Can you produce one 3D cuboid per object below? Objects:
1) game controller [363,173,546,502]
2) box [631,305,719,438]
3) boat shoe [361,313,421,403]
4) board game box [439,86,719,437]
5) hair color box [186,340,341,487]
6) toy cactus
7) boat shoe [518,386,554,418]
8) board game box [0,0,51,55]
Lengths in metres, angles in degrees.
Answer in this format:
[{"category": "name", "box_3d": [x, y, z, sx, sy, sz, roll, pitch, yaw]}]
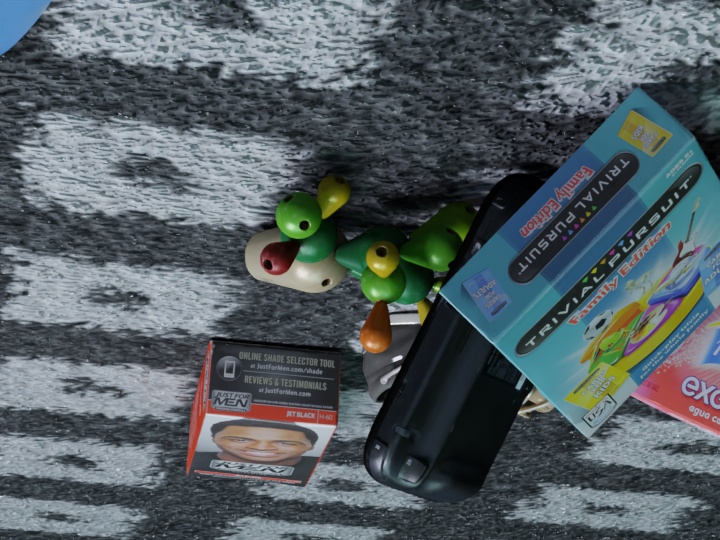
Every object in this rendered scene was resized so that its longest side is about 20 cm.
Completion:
[{"category": "game controller", "box_3d": [0.074, 0.043, 1.331, 0.042, 0.200, 0.104, 29, -177, 34]}, {"category": "box", "box_3d": [0.256, 0.067, 1.385, 0.200, 0.095, 0.103, 25, 178, 38]}, {"category": "boat shoe", "box_3d": [0.091, 0.056, 1.556, 0.199, 0.057, 0.067, -8, 159, 30]}, {"category": "board game box", "box_3d": [0.140, 0.002, 1.262, 0.151, 0.047, 0.200, -46, 153, 1]}, {"category": "hair color box", "box_3d": [-0.077, 0.113, 1.747, 0.101, 0.061, 0.200, 6, 161, -6]}, {"category": "toy cactus", "box_3d": [0.000, 0.000, 1.373, 0.165, 0.103, 0.200, 0, 175, 43]}, {"category": "boat shoe", "box_3d": [0.108, 0.058, 1.419, 0.200, 0.065, 0.071, -20, 180, -38]}, {"category": "board game box", "box_3d": [-0.231, -0.104, 1.056, 0.200, 0.039, 0.158, -35, 175, -6]}]
